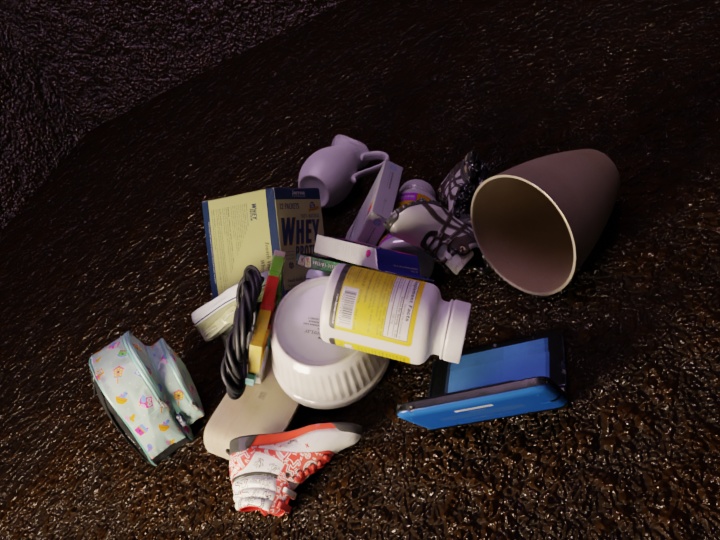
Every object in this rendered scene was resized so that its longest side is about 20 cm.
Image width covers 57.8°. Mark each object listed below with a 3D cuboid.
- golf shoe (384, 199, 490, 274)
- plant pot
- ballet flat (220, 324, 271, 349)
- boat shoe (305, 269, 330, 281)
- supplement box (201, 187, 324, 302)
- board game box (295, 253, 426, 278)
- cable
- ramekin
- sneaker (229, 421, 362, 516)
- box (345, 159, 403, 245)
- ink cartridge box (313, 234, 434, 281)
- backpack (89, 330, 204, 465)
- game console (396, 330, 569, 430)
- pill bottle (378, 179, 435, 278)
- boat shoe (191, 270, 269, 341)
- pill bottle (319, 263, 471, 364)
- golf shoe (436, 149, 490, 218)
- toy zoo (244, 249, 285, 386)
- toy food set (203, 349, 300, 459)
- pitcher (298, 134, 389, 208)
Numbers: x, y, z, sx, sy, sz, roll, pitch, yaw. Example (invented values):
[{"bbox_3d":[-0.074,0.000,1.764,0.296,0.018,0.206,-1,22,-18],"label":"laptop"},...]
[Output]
[{"bbox_3d":[0.131,-0.048,1.027,0.078,0.195,0.096,-55,37,40],"label":"golf shoe"},{"bbox_3d":[0.297,-0.097,0.975,0.198,0.191,0.185,-33,30,-28],"label":"plant pot"},{"bbox_3d":[-0.227,0.130,1.222,0.198,0.067,0.065,5,72,53],"label":"ballet flat"},{"bbox_3d":[-0.012,0.059,1.135,0.195,0.071,0.094,8,82,25],"label":"boat shoe"},{"bbox_3d":[-0.181,-0.046,1.252,0.196,0.207,0.133,-5,2,36],"label":"supplement box"},{"bbox_3d":[0.000,0.000,1.066,0.196,0.104,0.024,14,94,33],"label":"board game box"},{"bbox_3d":[-0.186,0.092,1.011,0.049,0.206,0.164,11,18,-3],"label":"cable"},{"bbox_3d":[-0.051,0.101,1.012,0.196,0.095,0.207,-4,54,6],"label":"ramekin"},{"bbox_3d":[-0.088,0.282,0.919,0.195,0.068,0.111,-9,64,2],"label":"sneaker"},{"bbox_3d":[0.011,-0.079,1.199,0.158,0.040,0.202,-75,10,-46],"label":"box"},{"bbox_3d":[0.019,-0.021,1.019,0.198,0.093,0.038,20,98,49],"label":"ink cartridge box"},{"bbox_3d":[-0.371,0.205,1.128,0.152,0.202,0.175,-38,32,-10],"label":"backpack"},{"bbox_3d":[0.159,0.130,0.847,0.195,0.170,0.122,-17,62,24],"label":"game console"},{"bbox_3d":[0.090,-0.074,1.169,0.102,0.105,0.203,-15,37,25],"label":"pill bottle"},{"bbox_3d":[-0.222,0.064,1.168,0.198,0.063,0.072,-30,-2,31],"label":"boat shoe"},{"bbox_3d":[0.049,0.065,0.900,0.194,0.113,0.113,13,47,10],"label":"pill bottle"},{"bbox_3d":[0.183,-0.129,1.203,0.094,0.078,0.202,-28,28,41],"label":"golf shoe"},{"bbox_3d":[-0.151,0.088,1.039,0.020,0.132,0.204,11,56,-2],"label":"toy zoo"},{"bbox_3d":[-0.147,0.220,1.058,0.140,0.061,0.202,8,52,31],"label":"toy food set"},{"bbox_3d":[-0.038,-0.225,1.478,0.167,0.124,0.201,9,38,26],"label":"pitcher"}]
